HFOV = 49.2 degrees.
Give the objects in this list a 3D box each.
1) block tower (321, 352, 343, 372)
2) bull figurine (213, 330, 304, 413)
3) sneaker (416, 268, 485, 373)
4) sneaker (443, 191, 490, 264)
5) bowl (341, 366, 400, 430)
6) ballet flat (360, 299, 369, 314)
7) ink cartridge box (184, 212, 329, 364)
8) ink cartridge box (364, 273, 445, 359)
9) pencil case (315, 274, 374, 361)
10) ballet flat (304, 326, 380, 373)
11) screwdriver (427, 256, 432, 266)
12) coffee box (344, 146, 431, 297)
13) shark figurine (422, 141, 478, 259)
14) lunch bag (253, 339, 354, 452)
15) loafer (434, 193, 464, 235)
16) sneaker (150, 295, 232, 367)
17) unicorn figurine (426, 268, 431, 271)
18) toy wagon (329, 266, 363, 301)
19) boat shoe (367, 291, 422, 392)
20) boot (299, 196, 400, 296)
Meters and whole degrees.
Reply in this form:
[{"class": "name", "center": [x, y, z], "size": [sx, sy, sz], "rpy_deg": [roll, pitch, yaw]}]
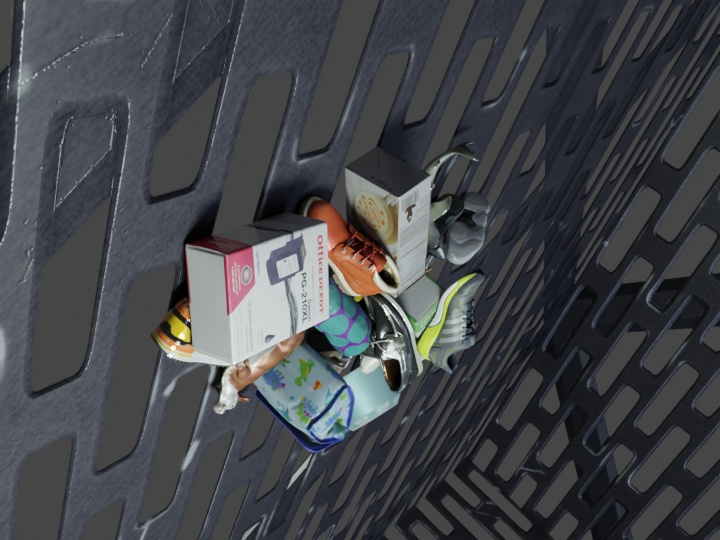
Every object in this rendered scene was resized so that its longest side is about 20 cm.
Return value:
[{"class": "block tower", "center": [-0.055, 0.166, 1.546], "size": [0.202, 0.054, 0.058], "rpy_deg": [-56, 158, 10]}, {"class": "bull figurine", "center": [-0.173, 0.139, 1.257], "size": [0.200, 0.065, 0.122], "rpy_deg": [-43, 157, -12]}, {"class": "sneaker", "center": [0.168, 0.085, 1.328], "size": [0.073, 0.081, 0.203], "rpy_deg": [-24, 145, -49]}, {"class": "sneaker", "center": [0.210, -0.063, 1.623], "size": [0.115, 0.074, 0.202], "rpy_deg": [111, 4, -48]}, {"class": "bowl", "center": [0.007, 0.262, 1.657], "size": [0.198, 0.106, 0.201], "rpy_deg": [-31, 172, -5]}, {"class": "ballet flat", "center": [0.067, 0.032, 1.571], "size": [0.202, 0.057, 0.066], "rpy_deg": [-55, 159, 8]}, {"class": "ink cartridge box", "center": [-0.132, 0.017, 1.058], "size": [0.199, 0.083, 0.148], "rpy_deg": [-23, 119, -50]}, {"class": "ink cartridge box", "center": [0.080, 0.061, 1.422], "size": [0.084, 0.144, 0.201], "rpy_deg": [-45, 158, -13]}, {"class": "pencil case", "center": [-0.051, 0.068, 1.297], "size": [0.200, 0.091, 0.087], "rpy_deg": [50, 42, -49]}, {"class": "ballet flat", "center": [-0.008, 0.146, 1.432], "size": [0.068, 0.195, 0.070], "rpy_deg": [-13, 112, -79]}, {"class": "screwdriver", "center": [0.113, 0.043, 1.722], "size": [0.029, 0.028, 0.203], "rpy_deg": [4, 125, -28]}, {"class": "coffee box", "center": [0.042, -0.074, 1.240], "size": [0.079, 0.113, 0.203], "rpy_deg": [-35, 143, -32]}, {"class": "shark figurine", "center": [0.125, -0.144, 1.424], "size": [0.090, 0.125, 0.219], "rpy_deg": [-73, -179, -83]}, {"class": "lunch bag", "center": [-0.099, 0.218, 1.388], "size": [0.128, 0.169, 0.201], "rpy_deg": [-45, 159, -11]}, {"class": "loafer", "center": [0.131, -0.083, 1.509], "size": [0.199, 0.072, 0.063], "rpy_deg": [-32, 158, -43]}, {"class": "sneaker", "center": [-0.202, 0.079, 1.106], "size": [0.091, 0.070, 0.199], "rpy_deg": [-52, 156, 12]}, {"class": "unicorn figurine", "center": [0.083, 0.074, 1.608], "size": [0.197, 0.139, 0.074], "rpy_deg": [-29, 143, 0]}, {"class": "toy wagon", "center": [0.000, 0.000, 1.416], "size": [0.198, 0.039, 0.157], "rpy_deg": [-16, 139, -55]}, {"class": "boat shoe", "center": [0.050, 0.118, 1.322], "size": [0.067, 0.071, 0.203], "rpy_deg": [-37, 127, -25]}, {"class": "boot", "center": [-0.012, -0.036, 1.184], "size": [0.201, 0.106, 0.076], "rpy_deg": [52, 58, -38]}]
